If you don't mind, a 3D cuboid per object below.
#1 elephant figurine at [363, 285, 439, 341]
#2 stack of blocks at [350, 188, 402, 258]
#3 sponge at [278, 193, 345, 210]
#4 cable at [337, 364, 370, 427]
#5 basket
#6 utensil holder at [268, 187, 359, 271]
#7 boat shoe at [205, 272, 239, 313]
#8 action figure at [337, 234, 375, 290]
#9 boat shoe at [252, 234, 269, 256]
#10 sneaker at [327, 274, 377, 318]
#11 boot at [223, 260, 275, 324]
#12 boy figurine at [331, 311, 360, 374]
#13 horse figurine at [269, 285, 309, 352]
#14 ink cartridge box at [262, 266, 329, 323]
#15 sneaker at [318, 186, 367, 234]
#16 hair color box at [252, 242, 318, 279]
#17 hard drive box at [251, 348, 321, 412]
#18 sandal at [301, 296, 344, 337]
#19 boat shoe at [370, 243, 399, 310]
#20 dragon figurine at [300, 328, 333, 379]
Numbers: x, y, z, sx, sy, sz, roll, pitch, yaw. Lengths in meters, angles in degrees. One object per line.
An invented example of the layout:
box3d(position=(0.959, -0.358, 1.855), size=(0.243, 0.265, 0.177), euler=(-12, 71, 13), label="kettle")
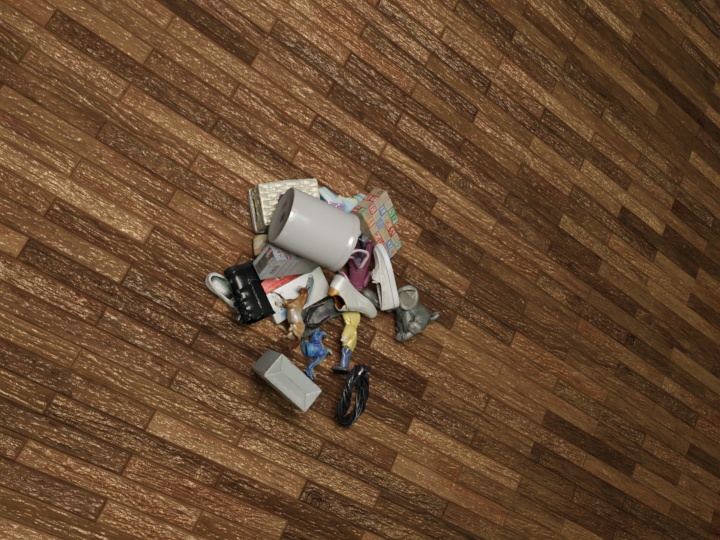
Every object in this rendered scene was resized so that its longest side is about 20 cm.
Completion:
box3d(position=(0.129, 0.109, 1.712), size=(0.202, 0.141, 0.155), euler=(60, 27, 1), label="elephant figurine")
box3d(position=(0.062, -0.140, 1.692), size=(0.115, 0.058, 0.201), euler=(-45, 128, -23), label="stack of blocks")
box3d(position=(-0.143, -0.149, 1.542), size=(0.197, 0.030, 0.113), euler=(6, 100, -27), label="sponge")
box3d(position=(-0.019, 0.386, 1.631), size=(0.050, 0.163, 0.203), euler=(17, 94, 20), label="cable")
box3d(position=(-0.220, -0.193, 1.594), size=(0.197, 0.123, 0.138), euler=(-10, 90, -22), label="basket")
box3d(position=(-0.128, -0.110, 1.449), size=(0.198, 0.169, 0.173), euler=(22, 79, -26), label="utensil holder")
box3d(position=(-0.360, 0.076, 1.551), size=(0.198, 0.065, 0.074), euler=(32, 76, -17), label="boat shoe")
box3d(position=(0.000, 0.000, 1.654), size=(0.132, 0.149, 0.203), euler=(-3, 114, -14), label="action figure")
box3d(position=(-0.222, -0.071, 1.610), size=(0.196, 0.071, 0.066), euler=(-3, 73, -12), label="boat shoe")
box3d(position=(-0.031, 0.102, 1.637), size=(0.200, 0.072, 0.085), euler=(43, 67, -31), label="sneaker")
box3d(position=(-0.287, 0.055, 1.531), size=(0.197, 0.073, 0.164), euler=(-17, 80, -44), label="boot")
box3d(position=(-0.043, 0.213, 1.648), size=(0.063, 0.125, 0.203), euler=(5, 71, 9), label="boy figurine")
box3d(position=(-0.198, 0.137, 1.533), size=(0.132, 0.049, 0.203), euler=(14, 64, -50), label="horse figurine")
box3d(position=(-0.210, 0.035, 1.626), size=(0.198, 0.045, 0.178), euler=(-29, 98, -21), label="ink cartridge box")
box3d(position=(-0.042, -0.216, 1.693), size=(0.200, 0.079, 0.131), euler=(46, 74, -23), label="sneaker")
box3d(position=(-0.196, -0.034, 1.532), size=(0.198, 0.099, 0.061), euler=(-9, 63, -49), label="hair color box")
box3d(position=(-0.214, 0.307, 1.522), size=(0.156, 0.199, 0.077), euler=(46, 72, -13), label="hard drive box")
box3d(position=(-0.124, 0.131, 1.612), size=(0.199, 0.048, 0.076), euler=(-31, 88, -28), label="sandal")
box3d(position=(0.063, 0.021, 1.631), size=(0.065, 0.072, 0.203), euler=(-15, 98, -11), label="boat shoe")
box3d(position=(-0.146, 0.230, 1.630), size=(0.098, 0.059, 0.203), euler=(-16, 94, -22), label="dragon figurine")
